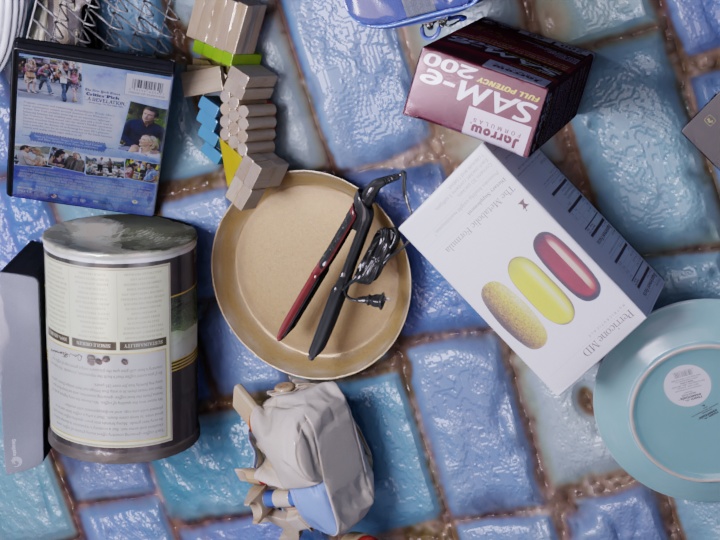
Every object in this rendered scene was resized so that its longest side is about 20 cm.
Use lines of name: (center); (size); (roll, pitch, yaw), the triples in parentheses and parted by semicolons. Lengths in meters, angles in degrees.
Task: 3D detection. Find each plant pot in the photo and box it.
plant pot: (-0.044, 0.003, 1.550); (0.198, 0.027, 0.202); (5, 106, 18)

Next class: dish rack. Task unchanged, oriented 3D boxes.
dish rack: (-0.224, -0.230, 1.485); (0.055, 0.152, 0.201); (44, 121, 46)

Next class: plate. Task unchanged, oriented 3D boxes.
plate: (0.302, 0.120, 1.442); (0.198, 0.026, 0.202); (4, 115, 8)

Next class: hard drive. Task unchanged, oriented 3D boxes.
hard drive: (-0.316, 0.083, 1.612); (0.042, 0.135, 0.202); (2, 105, 3)

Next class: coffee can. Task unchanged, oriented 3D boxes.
coffee can: (-0.224, 0.062, 1.563); (0.145, 0.146, 0.202); (6, 107, 17)

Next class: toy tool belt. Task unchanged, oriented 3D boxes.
toy tool belt: (-0.053, 0.200, 1.572); (0.122, 0.125, 0.202); (1, 116, 42)

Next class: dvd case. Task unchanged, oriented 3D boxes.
dvd case: (-0.249, -0.127, 1.510); (0.141, 0.018, 0.201); (8, 141, -8)

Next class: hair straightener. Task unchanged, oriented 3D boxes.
hair straightener: (0.000, 0.000, 1.505); (0.077, 0.041, 0.201); (33, 109, 7)

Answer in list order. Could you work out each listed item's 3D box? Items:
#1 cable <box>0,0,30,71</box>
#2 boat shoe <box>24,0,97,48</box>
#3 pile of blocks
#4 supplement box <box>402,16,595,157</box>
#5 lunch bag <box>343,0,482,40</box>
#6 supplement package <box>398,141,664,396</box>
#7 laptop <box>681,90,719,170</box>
cable: (-0.367, -0.271, 1.513); (0.200, 0.069, 0.202); (39, 127, 42)
boat shoe: (-0.260, -0.272, 1.530); (0.073, 0.075, 0.202); (12, 116, 3)
pile of blocks: (-0.111, -0.157, 1.512); (0.081, 0.062, 0.202); (-2, 95, 32)
supplement box: (0.117, -0.153, 1.355); (0.108, 0.200, 0.061); (20, 111, 12)
lunch bag: (0.042, -0.292, 1.379); (0.135, 0.132, 0.202); (-11, 101, 21)
supplement package: (0.151, -0.013, 1.433); (0.200, 0.110, 0.114); (46, 114, 2)
laptop: (0.382, -0.112, 1.329); (0.177, 0.103, 0.200); (45, 114, 3)
